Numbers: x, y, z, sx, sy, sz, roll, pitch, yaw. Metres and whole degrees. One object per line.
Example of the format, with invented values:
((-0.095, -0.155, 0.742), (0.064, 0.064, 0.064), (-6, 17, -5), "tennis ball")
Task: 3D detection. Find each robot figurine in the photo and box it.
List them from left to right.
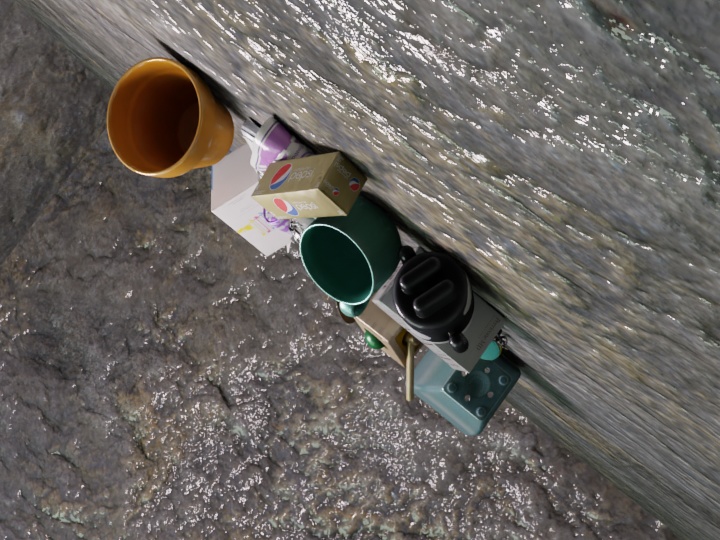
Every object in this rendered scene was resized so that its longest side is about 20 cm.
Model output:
((0.115, 0.045, 1.440), (0.122, 0.154, 0.200), (6, 167, 13), "robot figurine")

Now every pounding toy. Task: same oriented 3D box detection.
((0.086, 0.106, 1.746), (0.141, 0.201, 0.185), (35, 170, 26), "pounding toy")

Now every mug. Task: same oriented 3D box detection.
((-0.013, -0.032, 1.499), (0.152, 0.114, 0.186), (42, 143, 5), "mug")

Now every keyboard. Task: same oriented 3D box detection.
((0.226, 0.095, 1.778), (0.127, 0.021, 0.200), (47, 175, -17), "keyboard")

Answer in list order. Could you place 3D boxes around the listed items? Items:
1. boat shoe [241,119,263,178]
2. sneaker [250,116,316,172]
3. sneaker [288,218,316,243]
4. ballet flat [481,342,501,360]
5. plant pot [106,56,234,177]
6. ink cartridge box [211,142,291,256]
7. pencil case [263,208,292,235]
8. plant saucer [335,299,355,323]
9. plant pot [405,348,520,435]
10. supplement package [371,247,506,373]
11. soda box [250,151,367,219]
((-0.163, -0.195, 1.696), (0.073, 0.067, 0.200), (33, 174, 44), "boat shoe")
((-0.119, -0.176, 1.508), (0.113, 0.073, 0.200), (35, 176, -2), "sneaker")
((-0.093, -0.077, 1.565), (0.200, 0.081, 0.075), (44, -167, -47), "sneaker")
((0.205, 0.117, 1.910), (0.197, 0.068, 0.067), (26, -158, -6), "ballet flat")
((-0.324, -0.263, 1.663), (0.199, 0.202, 0.183), (36, -169, 19), "plant pot")
((-0.190, -0.140, 1.843), (0.200, 0.124, 0.130), (40, -149, -42), "ink cartridge box")
((-0.093, -0.097, 1.748), (0.198, 0.085, 0.086), (20, -130, -44), "pencil case")
((0.000, 0.000, 1.753), (0.036, 0.205, 0.200), (2, 162, 20), "plant saucer")
((0.238, 0.240, 2.022), (0.195, 0.198, 0.200), (38, 176, -2), "plant pot")
((0.134, 0.069, 1.601), (0.199, 0.118, 0.117), (38, 174, -5), "supplement package")
((-0.080, -0.123, 1.365), (0.064, 0.069, 0.198), (39, 159, -29), "soda box")
